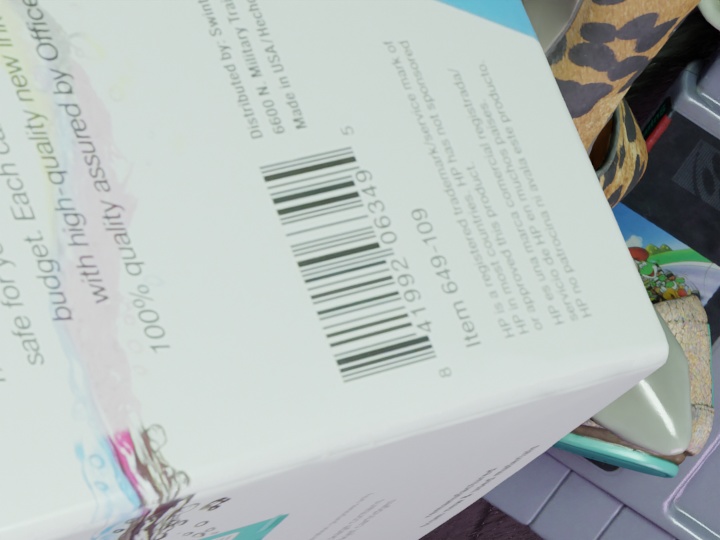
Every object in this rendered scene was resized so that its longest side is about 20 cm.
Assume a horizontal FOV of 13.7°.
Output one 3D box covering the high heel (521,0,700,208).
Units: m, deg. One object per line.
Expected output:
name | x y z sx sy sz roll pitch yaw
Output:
high heel | 0.077 -0.065 0.747 0.143 0.071 0.200 -21 159 21

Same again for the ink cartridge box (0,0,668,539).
ink cartridge box | -0.077 -0.001 0.600 0.200 0.147 0.146 -14 164 -30

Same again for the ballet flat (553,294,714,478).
ballet flat | 0.012 0.010 0.915 0.200 0.067 0.068 13 176 -4

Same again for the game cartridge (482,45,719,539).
game cartridge | 0.120 0.021 0.945 0.200 0.130 0.038 -56 -175 31

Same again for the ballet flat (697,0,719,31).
ballet flat | 0.153 -0.105 0.767 0.069 0.069 0.200 -14 165 -33

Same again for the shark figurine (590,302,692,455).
shark figurine | -0.018 -0.011 0.837 0.214 0.128 0.090 -3 155 10
